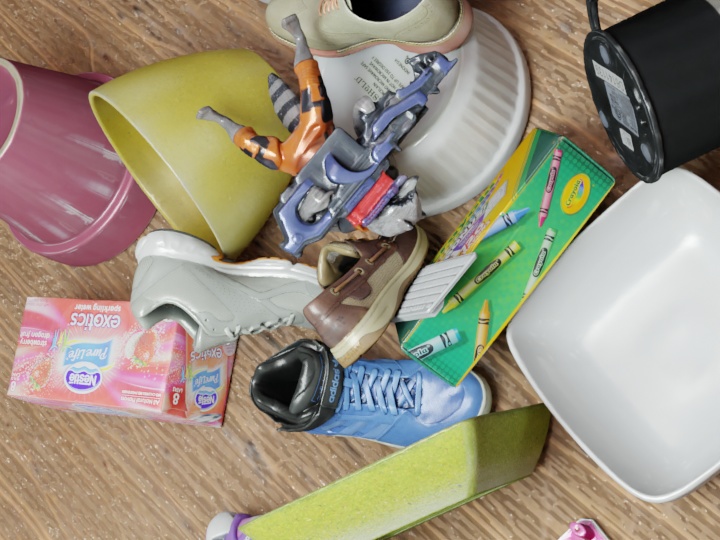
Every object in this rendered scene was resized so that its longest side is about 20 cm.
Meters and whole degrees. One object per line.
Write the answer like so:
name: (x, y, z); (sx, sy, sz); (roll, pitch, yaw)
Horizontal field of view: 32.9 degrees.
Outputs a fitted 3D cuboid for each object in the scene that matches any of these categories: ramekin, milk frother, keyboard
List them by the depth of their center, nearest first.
milk frother: (0.248, -0.199, 0.865); (0.187, 0.201, 0.181); (-24, 46, -3)
keyboard: (0.045, 0.016, 0.950); (0.011, 0.200, 0.056); (36, 80, -7)
ramekin: (0.041, -0.155, 1.066); (0.201, 0.094, 0.204); (-10, 70, 28)

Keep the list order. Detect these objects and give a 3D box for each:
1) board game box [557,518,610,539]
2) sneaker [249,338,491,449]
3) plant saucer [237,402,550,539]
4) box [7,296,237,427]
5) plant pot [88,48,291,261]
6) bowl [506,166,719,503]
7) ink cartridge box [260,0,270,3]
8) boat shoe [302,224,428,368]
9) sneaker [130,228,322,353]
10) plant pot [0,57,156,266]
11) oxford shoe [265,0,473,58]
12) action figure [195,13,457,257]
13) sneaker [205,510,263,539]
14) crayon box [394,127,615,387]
board game box: (0.154, 0.320, 0.891); (0.200, 0.026, 0.200); (-46, 57, 12)
sneaker: (0.000, 0.102, 1.001); (0.199, 0.111, 0.077); (0, 75, 31)
plant saucer: (0.041, 0.165, 0.913); (0.199, 0.200, 0.048); (-29, 76, 21)
box: (-0.226, 0.087, 1.156); (0.199, 0.094, 0.104); (2, 77, 32)
plant pot: (-0.134, -0.124, 1.126); (0.142, 0.201, 0.200); (-40, 55, -14)
bowl: (0.231, 0.052, 0.897); (0.200, 0.075, 0.200); (-45, 57, 11)
ink cartridge box: (-0.033, -0.355, 1.181); (0.144, 0.084, 0.201); (24, 88, 34)
boat shoe: (0.000, 0.000, 0.993); (0.072, 0.200, 0.072); (40, 123, -7)
sneaker: (-0.106, 0.036, 1.059); (0.198, 0.076, 0.093); (13, 61, -6)
plant pot: (-0.323, -0.122, 1.230); (0.199, 0.179, 0.202); (-10, 71, 29)
oxford shoe: (-0.006, -0.224, 1.015); (0.199, 0.074, 0.071); (4, 77, 33)
action figure: (-0.010, -0.113, 0.985); (0.200, 0.105, 0.194); (-41, 81, 4)
sneaker: (-0.069, 0.290, 1.011); (0.088, 0.080, 0.202); (-19, 65, 17)
crayon box: (0.108, -0.014, 0.963); (0.058, 0.119, 0.201); (36, 97, -7)
